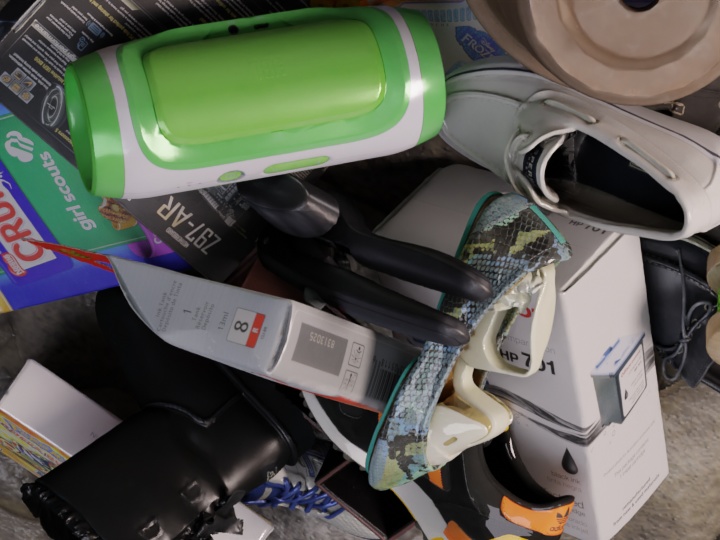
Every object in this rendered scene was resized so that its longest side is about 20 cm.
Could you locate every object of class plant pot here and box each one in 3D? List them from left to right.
[{"bbox_3d":[0.138,-0.163,0.967,0.199,0.175,0.201,2,114,5],"label":"plant pot"}]

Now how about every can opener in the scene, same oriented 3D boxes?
[{"bbox_3d":[0.000,0.000,1.079,0.078,0.200,0.064,21,96,-41],"label":"can opener"}]

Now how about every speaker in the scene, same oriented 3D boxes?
[{"bbox_3d":[-0.058,-0.094,1.081,0.199,0.089,0.089,-11,130,-16],"label":"speaker"}]

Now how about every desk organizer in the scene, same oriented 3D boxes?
[{"bbox_3d":[-0.023,0.085,1.307,0.200,0.077,0.072,41,129,-13],"label":"desk organizer"}]

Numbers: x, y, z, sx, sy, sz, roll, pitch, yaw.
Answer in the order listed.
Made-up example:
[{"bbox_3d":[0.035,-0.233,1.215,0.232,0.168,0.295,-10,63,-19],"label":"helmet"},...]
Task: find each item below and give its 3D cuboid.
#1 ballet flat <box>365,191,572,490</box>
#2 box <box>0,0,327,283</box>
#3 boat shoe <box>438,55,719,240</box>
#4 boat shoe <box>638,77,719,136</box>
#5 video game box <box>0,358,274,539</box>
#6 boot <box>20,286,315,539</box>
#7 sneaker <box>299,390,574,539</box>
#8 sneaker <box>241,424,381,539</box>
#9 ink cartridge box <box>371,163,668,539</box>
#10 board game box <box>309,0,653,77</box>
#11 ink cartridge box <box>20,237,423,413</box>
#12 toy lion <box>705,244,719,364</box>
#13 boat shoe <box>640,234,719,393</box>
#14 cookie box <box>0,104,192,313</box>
[{"bbox_3d":[0.062,0.054,1.089,0.074,0.074,0.201,22,117,3],"label":"ballet flat"},{"bbox_3d":[-0.102,-0.112,1.131,0.160,0.044,0.200,-47,117,3],"label":"box"},{"bbox_3d":[0.112,-0.063,1.082,0.200,0.066,0.072,27,126,30],"label":"boat shoe"},{"bbox_3d":[0.223,-0.070,1.092,0.199,0.057,0.067,4,135,5],"label":"boat shoe"},{"bbox_3d":[-0.170,0.145,1.370,0.200,0.047,0.182,35,160,-7],"label":"video game box"},{"bbox_3d":[-0.144,0.104,1.244,0.198,0.162,0.073,40,153,20],"label":"boot"},{"bbox_3d":[0.049,0.099,1.186,0.200,0.070,0.090,48,118,19],"label":"sneaker"},{"bbox_3d":[-0.055,0.142,1.357,0.200,0.088,0.075,33,128,-9],"label":"sneaker"},{"bbox_3d":[0.100,0.051,1.203,0.146,0.086,0.201,18,137,37],"label":"ink cartridge box"},{"bbox_3d":[0.099,-0.156,1.112,0.200,0.026,0.200,38,129,-10],"label":"board game box"},{"bbox_3d":[-0.082,0.034,1.138,0.199,0.050,0.162,10,173,32],"label":"ink cartridge box"},{"bbox_3d":[0.294,0.000,1.087,0.199,0.069,0.192,20,144,-14],"label":"toy lion"},{"bbox_3d":[0.210,0.033,1.193,0.200,0.062,0.075,30,133,-1],"label":"boat shoe"},{"bbox_3d":[-0.180,-0.076,1.242,0.199,0.075,0.172,-13,120,28],"label":"cookie box"}]
